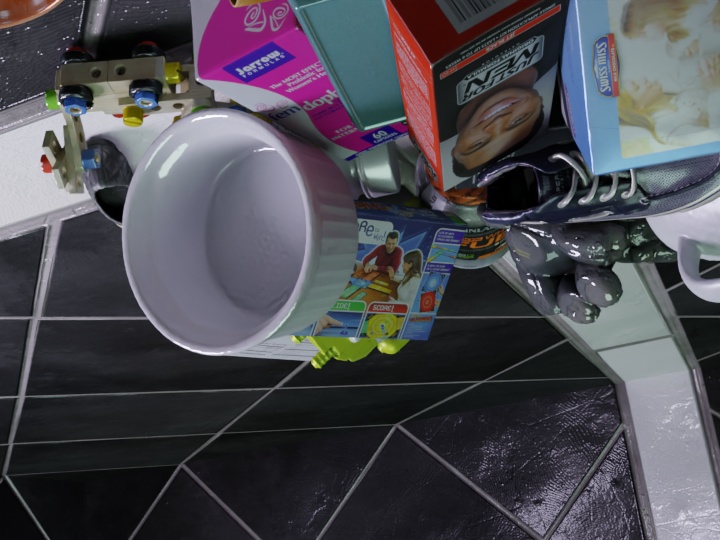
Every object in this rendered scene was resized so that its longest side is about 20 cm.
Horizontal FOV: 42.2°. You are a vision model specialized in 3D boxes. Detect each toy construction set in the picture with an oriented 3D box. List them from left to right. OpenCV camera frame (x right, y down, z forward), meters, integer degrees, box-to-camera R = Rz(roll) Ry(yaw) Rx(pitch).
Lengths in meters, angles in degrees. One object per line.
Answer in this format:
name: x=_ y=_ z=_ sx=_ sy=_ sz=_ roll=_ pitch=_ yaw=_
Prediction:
toy construction set: x=-0.200 y=-0.141 z=0.836 sx=0.199 sy=0.093 sz=0.131 roll=-18 pitch=162 yaw=-1

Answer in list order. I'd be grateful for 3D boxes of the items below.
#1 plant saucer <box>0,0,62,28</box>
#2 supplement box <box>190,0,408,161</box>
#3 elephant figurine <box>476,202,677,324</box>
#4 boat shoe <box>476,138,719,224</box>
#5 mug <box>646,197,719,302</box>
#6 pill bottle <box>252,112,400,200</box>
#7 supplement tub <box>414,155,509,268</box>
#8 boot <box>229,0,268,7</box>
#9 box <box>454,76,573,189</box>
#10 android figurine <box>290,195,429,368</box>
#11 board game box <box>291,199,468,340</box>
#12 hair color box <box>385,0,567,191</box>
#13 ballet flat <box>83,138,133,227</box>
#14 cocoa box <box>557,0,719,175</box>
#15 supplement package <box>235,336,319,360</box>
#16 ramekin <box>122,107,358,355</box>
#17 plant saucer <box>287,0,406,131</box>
plant saucer: x=-0.289 y=-0.229 z=0.622 sx=0.199 sy=0.033 sz=0.200 roll=-7 pitch=161 yaw=-2
supplement box: x=-0.033 y=-0.178 z=0.754 sx=0.101 sy=0.104 sz=0.200 roll=-19 pitch=156 yaw=31
elephant figurine: x=0.250 y=-0.043 z=0.955 sx=0.200 sy=0.156 sz=0.141 roll=-36 pitch=-158 yaw=-34
boat shoe: x=0.182 y=-0.068 z=0.700 sx=0.199 sy=0.075 sz=0.092 roll=-14 pitch=178 yaw=44
mug: x=0.309 y=-0.061 z=0.727 sx=0.147 sy=0.201 sz=0.175 roll=38 pitch=146 yaw=-21
pill bottle: x=-0.066 y=-0.106 z=0.931 sx=0.199 sy=0.115 sz=0.114 roll=-9 pitch=161 yaw=8
supplement tub: x=0.123 y=-0.087 z=1.043 sx=0.122 sy=0.123 sz=0.200 roll=-8 pitch=162 yaw=4
boot: x=-0.022 y=-0.203 z=0.621 sx=0.144 sy=0.071 sz=0.202 roll=-30 pitch=141 yaw=-13
box: x=0.175 y=-0.160 z=0.847 sx=0.199 sy=0.123 sz=0.106 roll=-8 pitch=161 yaw=1
android figurine: x=0.009 y=0.018 z=0.991 sx=0.200 sy=0.041 sz=0.182 roll=-43 pitch=131 yaw=-12
board game box: x=0.000 y=0.000 z=0.918 sx=0.199 sy=0.034 sz=0.136 roll=5 pitch=113 yaw=-33
hair color box: x=0.082 y=-0.138 z=0.652 sx=0.101 sy=0.061 sz=0.200 roll=-30 pitch=162 yaw=-2
ballet flat: x=-0.271 y=-0.079 z=1.026 sx=0.066 sy=0.057 sz=0.200 roll=-6 pitch=161 yaw=-1
cocoa box: x=0.194 y=-0.185 z=0.613 sx=0.133 sy=0.131 sz=0.201 roll=-10 pitch=117 yaw=7
supplement package: x=-0.094 y=-0.009 z=1.069 sx=0.155 sy=0.201 sz=0.111 roll=8 pitch=158 yaw=-38
ramekin: x=-0.098 y=-0.032 z=0.798 sx=0.200 sy=0.202 sz=0.098 roll=-18 pitch=172 yaw=29
plant saucer: x=0.005 y=-0.150 z=0.661 sx=0.069 sy=0.019 sz=0.200 roll=-13 pitch=163 yaw=9
